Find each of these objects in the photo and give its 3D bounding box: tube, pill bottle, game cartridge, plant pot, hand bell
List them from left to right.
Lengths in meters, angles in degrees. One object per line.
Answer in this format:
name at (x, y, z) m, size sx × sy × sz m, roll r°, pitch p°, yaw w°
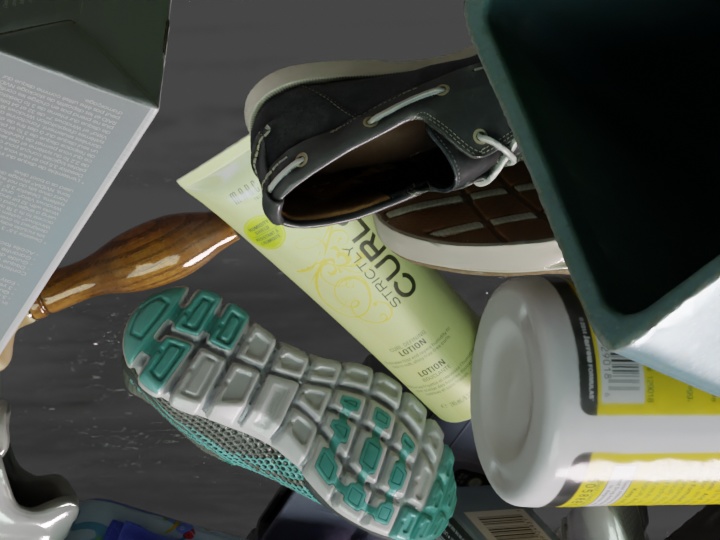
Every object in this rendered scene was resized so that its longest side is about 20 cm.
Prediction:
hand bell at (-0.154, 0.011, 1.057) m, size 0.199 × 0.105 × 0.104 m, roll -19°, pitch 137°, yaw 6°
tube at (0.000, 0.000, 1.046) m, size 0.052 × 0.058 × 0.200 m, roll 17°, pitch 155°, yaw 53°
game cartridge at (0.025, 0.130, 1.208) m, size 0.129 × 0.039 × 0.200 m, roll 19°, pitch 137°, yaw -12°
pill bottle at (0.163, 0.060, 1.043) m, size 0.198 × 0.112 × 0.112 m, roll 2°, pitch 141°, yaw -18°
plant pot at (0.195, -0.058, 0.842) m, size 0.195 × 0.197 × 0.200 m, roll -38°, pitch 137°, yaw 21°

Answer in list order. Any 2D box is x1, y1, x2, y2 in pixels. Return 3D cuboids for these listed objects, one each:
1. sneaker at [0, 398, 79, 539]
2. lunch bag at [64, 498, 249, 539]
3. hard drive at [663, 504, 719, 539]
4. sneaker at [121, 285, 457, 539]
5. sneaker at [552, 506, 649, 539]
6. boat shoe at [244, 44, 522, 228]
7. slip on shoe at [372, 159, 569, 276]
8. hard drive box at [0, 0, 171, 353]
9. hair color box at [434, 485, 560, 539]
sneaker at (-0.239, 0.096, 1.168) m, size 0.200 × 0.078 × 0.100 m, roll 36°, pitch 104°, yaw -22°
lunch bag at (-0.087, 0.213, 1.245) m, size 0.198 × 0.083 × 0.161 m, roll 13°, pitch 144°, yaw 13°
hard drive at (0.208, 0.189, 1.186) m, size 0.200 × 0.038 × 0.140 m, roll -38°, pitch 134°, yaw -4°
sneaker at (-0.040, 0.078, 1.110) m, size 0.199 × 0.078 × 0.091 m, roll 34°, pitch 159°, yaw -10°
sneaker at (0.131, 0.180, 1.232) m, size 0.080 × 0.071 × 0.201 m, roll -1°, pitch 140°, yaw 9°
boat shoe at (0.049, -0.061, 0.948) m, size 0.198 × 0.068 × 0.072 m, roll -10°, pitch 136°, yaw 0°
slip on shoe at (0.106, -0.021, 0.997) m, size 0.198 × 0.076 × 0.061 m, roll -7°, pitch 137°, yaw -1°
hard drive box at (-0.150, -0.075, 0.883) m, size 0.076 × 0.157 × 0.200 m, roll 19°, pitch 138°, yaw -20°
hair color box at (0.054, 0.227, 1.154) m, size 0.060 × 0.099 × 0.201 m, roll 1°, pitch 118°, yaw -33°
